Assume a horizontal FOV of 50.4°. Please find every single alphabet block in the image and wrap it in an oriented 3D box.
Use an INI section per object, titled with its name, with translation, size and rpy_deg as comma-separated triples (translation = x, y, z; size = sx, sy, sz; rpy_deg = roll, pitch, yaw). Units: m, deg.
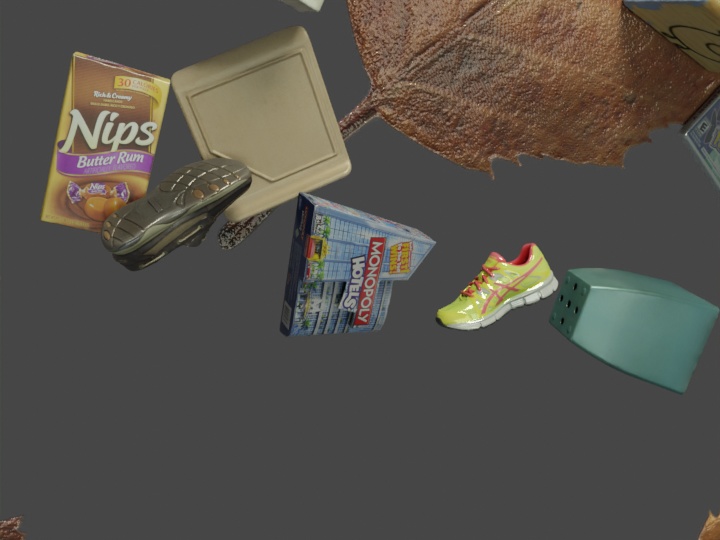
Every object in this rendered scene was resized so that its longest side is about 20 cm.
[alphabet block]
translation = 0.515, -0.396, 1.027
size = 0.198, 0.196, 0.199
rpy_deg = 26, 101, -21

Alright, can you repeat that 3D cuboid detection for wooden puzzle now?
[wooden puzzle]
translation = -0.125, -0.188, 0.991
size = 0.182, 0.037, 0.203
rpy_deg = -23, 108, -8

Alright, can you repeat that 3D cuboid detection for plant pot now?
[plant pot]
translation = 0.406, 0.078, 1.181
size = 0.196, 0.142, 0.144
rpy_deg = 15, 103, -13

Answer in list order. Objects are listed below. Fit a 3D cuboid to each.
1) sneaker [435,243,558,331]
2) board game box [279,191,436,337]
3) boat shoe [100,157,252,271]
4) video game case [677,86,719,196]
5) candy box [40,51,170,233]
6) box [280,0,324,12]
[sneaker]
translation = 0.193, 0.022, 1.138
size = 0.197, 0.078, 0.092
rpy_deg = -25, 105, -14
[board game box]
translation = 0.000, 0.000, 1.057
size = 0.196, 0.062, 0.204
rpy_deg = -1, 112, -28
[boat shoe]
translation = -0.222, -0.070, 0.947
size = 0.198, 0.075, 0.074
rpy_deg = -30, 143, -15
[video game case]
translation = 0.615, -0.212, 1.208
size = 0.182, 0.023, 0.200
rpy_deg = -46, 114, 2
[candy box]
translation = -0.311, -0.149, 0.934
size = 0.115, 0.056, 0.204
rpy_deg = 12, 103, -19
[box]
translation = -0.069, -0.422, 0.886
size = 0.126, 0.109, 0.203
rpy_deg = 22, 100, -22
